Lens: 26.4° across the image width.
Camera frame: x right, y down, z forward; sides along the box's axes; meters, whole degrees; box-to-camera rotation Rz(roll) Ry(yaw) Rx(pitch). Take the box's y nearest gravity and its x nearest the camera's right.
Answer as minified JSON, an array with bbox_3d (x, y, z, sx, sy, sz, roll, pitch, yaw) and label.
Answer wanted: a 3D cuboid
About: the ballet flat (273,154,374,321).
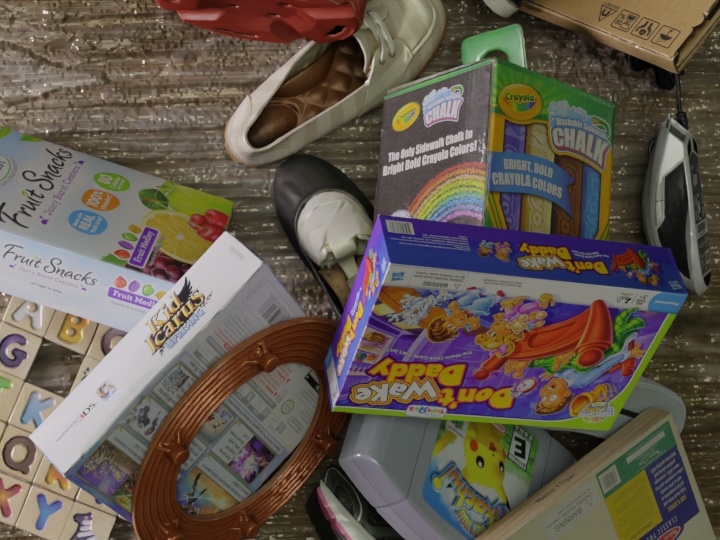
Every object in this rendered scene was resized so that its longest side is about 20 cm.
[{"bbox_3d":[0.000,0.000,1.122,0.068,0.068,0.200,-30,88,-5],"label":"ballet flat"}]

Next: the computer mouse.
[{"bbox_3d":[0.228,-0.078,1.147,0.044,0.110,0.201,-6,93,20],"label":"computer mouse"}]

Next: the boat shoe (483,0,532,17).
[{"bbox_3d":[0.088,-0.284,1.132,0.060,0.074,0.201,-32,65,27],"label":"boat shoe"}]

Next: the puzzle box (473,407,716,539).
[{"bbox_3d":[0.162,0.203,1.068,0.200,0.025,0.133,-31,110,-26],"label":"puzzle box"}]

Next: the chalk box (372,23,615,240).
[{"bbox_3d":[0.095,-0.071,1.086,0.124,0.125,0.201,15,75,-36],"label":"chalk box"}]

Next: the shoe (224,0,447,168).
[{"bbox_3d":[-0.014,-0.144,1.141,0.200,0.053,0.070,-38,90,-8],"label":"shoe"}]

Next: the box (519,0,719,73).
[{"bbox_3d":[0.201,-0.241,1.125,0.200,0.021,0.164,32,79,40],"label":"box"}]

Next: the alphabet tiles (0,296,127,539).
[{"bbox_3d":[-0.190,0.121,1.123,0.199,0.008,0.168,22,83,-3],"label":"alphabet tiles"}]

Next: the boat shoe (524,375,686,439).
[{"bbox_3d":[0.143,0.081,1.105,0.199,0.062,0.072,24,92,-25],"label":"boat shoe"}]

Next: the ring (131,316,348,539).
[{"bbox_3d":[-0.072,0.120,1.049,0.200,0.201,0.019,-47,59,-8],"label":"ring"}]

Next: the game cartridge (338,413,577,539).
[{"bbox_3d":[0.074,0.142,1.072,0.200,0.040,0.134,39,53,-27],"label":"game cartridge"}]

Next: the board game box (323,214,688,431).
[{"bbox_3d":[0.090,0.038,0.986,0.199,0.135,0.045,5,43,-17],"label":"board game box"}]

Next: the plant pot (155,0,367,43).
[{"bbox_3d":[-0.059,-0.272,1.073,0.200,0.201,0.196,8,83,-5],"label":"plant pot"}]

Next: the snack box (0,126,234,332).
[{"bbox_3d":[-0.198,-0.029,1.068,0.199,0.142,0.053,18,117,-3],"label":"snack box"}]

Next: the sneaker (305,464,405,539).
[{"bbox_3d":[0.048,0.207,1.115,0.200,0.080,0.086,45,70,-8],"label":"sneaker"}]

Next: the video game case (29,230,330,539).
[{"bbox_3d":[-0.105,0.091,1.037,0.045,0.200,0.181,37,80,30],"label":"video game case"}]
